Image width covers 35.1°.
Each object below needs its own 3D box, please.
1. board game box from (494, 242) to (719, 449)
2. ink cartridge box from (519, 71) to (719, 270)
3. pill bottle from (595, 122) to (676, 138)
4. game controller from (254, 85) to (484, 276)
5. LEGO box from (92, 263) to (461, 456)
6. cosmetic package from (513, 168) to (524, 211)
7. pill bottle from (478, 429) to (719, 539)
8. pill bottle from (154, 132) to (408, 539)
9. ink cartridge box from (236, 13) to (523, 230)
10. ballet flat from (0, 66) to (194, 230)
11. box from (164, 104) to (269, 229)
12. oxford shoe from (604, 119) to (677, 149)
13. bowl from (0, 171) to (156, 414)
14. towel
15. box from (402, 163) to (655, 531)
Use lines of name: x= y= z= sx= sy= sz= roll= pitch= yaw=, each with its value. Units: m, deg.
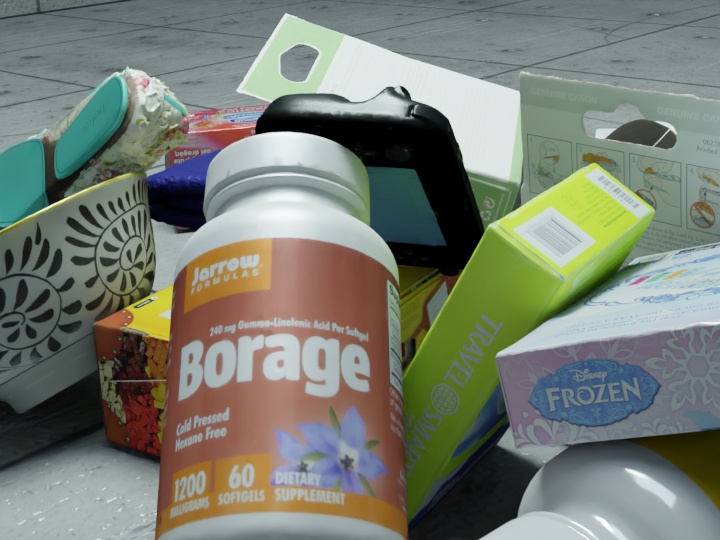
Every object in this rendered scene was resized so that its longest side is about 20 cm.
board game box: x=0.184 y=0.016 z=0.471 sx=0.197 sy=0.044 sz=0.198 roll=-11 pitch=5 yaw=32
ink cartridge box: x=0.168 y=-0.013 z=0.668 sx=0.050 sy=0.204 sz=0.160 roll=-23 pitch=28 yaw=-38
pill bottle: x=0.297 y=-0.077 z=0.959 sx=0.196 sy=0.114 sz=0.112 roll=3 pitch=20 yaw=15
game controller: x=0.012 y=-0.043 z=0.639 sx=0.102 sy=0.043 sz=0.200 roll=-4 pitch=-21 yaw=13
LEGO box: x=-0.044 y=0.047 z=0.714 sx=0.147 sy=0.079 sz=0.199 roll=11 pitch=24 yaw=30
cosmetic package: x=0.075 y=-0.072 z=0.932 sx=0.072 sy=0.105 sz=0.199 roll=-16 pitch=38 yaw=-34
pill bottle: x=0.133 y=0.111 z=0.466 sx=0.198 sy=0.113 sz=0.110 roll=-19 pitch=25 yaw=-36
pill bottle: x=-0.035 y=0.043 z=0.530 sx=0.110 sy=0.113 sz=0.203 roll=-2 pitch=62 yaw=1
ink cartridge box: x=0.020 y=-0.108 z=0.808 sx=0.196 sy=0.049 sz=0.146 roll=17 pitch=35 yaw=1
ballet flat: x=-0.185 y=-0.067 z=0.759 sx=0.198 sy=0.077 sz=0.063 roll=-22 pitch=-24 yaw=39
box: x=-0.093 y=-0.107 z=1.119 sx=0.196 sy=0.097 sz=0.100 roll=-7 pitch=19 yaw=-10
oxford shoe: x=0.220 y=-0.039 z=0.741 sx=0.071 sy=0.071 sz=0.201 roll=-39 pitch=24 yaw=8
bowl: x=-0.200 y=0.027 z=0.720 sx=0.199 sy=0.095 sz=0.201 roll=-31 pitch=3 yaw=2
towel: x=-0.053 y=-0.065 z=0.839 sx=0.145 sy=0.051 sz=0.199 roll=4 pitch=18 yaw=29
box: x=0.063 y=0.049 z=0.584 sx=0.047 sy=0.202 sz=0.121 roll=38 pitch=35 yaw=17
